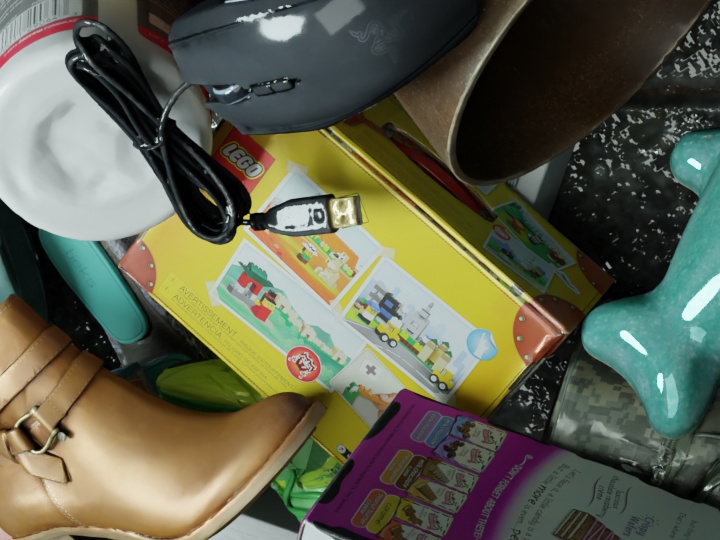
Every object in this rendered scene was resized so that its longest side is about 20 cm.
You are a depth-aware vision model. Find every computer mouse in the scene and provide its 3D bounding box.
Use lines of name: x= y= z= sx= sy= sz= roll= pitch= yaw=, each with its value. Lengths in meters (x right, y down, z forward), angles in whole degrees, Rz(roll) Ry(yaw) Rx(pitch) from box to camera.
computer mouse: x=-0.026 y=-0.066 z=0.907 sx=0.200 sy=0.046 sz=0.140 roll=-14 pitch=126 yaw=30

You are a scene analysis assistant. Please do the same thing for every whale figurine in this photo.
whale figurine: x=0.194 y=-0.013 z=0.966 sx=0.200 sy=0.104 sz=0.159 roll=-37 pitch=63 yaw=0

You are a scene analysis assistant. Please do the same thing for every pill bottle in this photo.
pill bottle: x=-0.134 y=-0.111 z=1.054 sx=0.111 sy=0.200 sz=0.111 roll=-3 pitch=124 yaw=-5

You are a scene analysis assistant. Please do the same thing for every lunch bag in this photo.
lunch bag: x=0.166 y=0.131 z=1.068 sx=0.168 sy=0.139 sz=0.200 roll=18 pitch=116 yaw=5

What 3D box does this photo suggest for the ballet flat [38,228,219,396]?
ballet flat: x=-0.107 y=0.037 z=1.187 sx=0.072 sy=0.072 sz=0.200 roll=-22 pitch=101 yaw=30

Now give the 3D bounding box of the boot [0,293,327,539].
boot: x=-0.126 y=0.070 z=1.064 sx=0.200 sy=0.077 sz=0.155 roll=-32 pitch=95 yaw=36

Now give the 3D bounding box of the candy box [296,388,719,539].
candy box: x=0.082 y=0.139 z=0.943 sx=0.200 sy=0.136 sz=0.061 roll=20 pitch=119 yaw=13

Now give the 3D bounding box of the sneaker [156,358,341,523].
sneaker: x=-0.022 y=0.108 z=1.137 sx=0.200 sy=0.074 sz=0.084 roll=24 pitch=98 yaw=-10

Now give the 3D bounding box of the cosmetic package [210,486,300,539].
cosmetic package: x=-0.017 y=0.181 z=1.216 sx=0.200 sy=0.051 sz=0.083 roll=17 pitch=114 yaw=17

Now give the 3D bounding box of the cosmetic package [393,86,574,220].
cosmetic package: x=0.017 y=-0.029 z=1.115 sx=0.151 sy=0.052 sz=0.200 roll=26 pitch=119 yaw=15

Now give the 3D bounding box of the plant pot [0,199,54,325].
plant pot: x=-0.254 y=0.010 z=1.187 sx=0.134 sy=0.200 sz=0.200 roll=-18 pitch=104 yaw=1

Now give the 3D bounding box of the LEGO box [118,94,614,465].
LEGO box: x=0.000 y=0.000 z=1.059 sx=0.200 sy=0.077 sz=0.149 roll=42 pitch=122 yaw=4

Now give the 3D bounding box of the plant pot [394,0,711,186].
plant pot: x=0.046 y=-0.175 z=0.980 sx=0.200 sy=0.187 sz=0.187 roll=47 pitch=123 yaw=20

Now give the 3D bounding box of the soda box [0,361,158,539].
soda box: x=-0.182 y=0.111 z=1.213 sx=0.200 sy=0.064 sz=0.068 roll=-20 pitch=102 yaw=52
